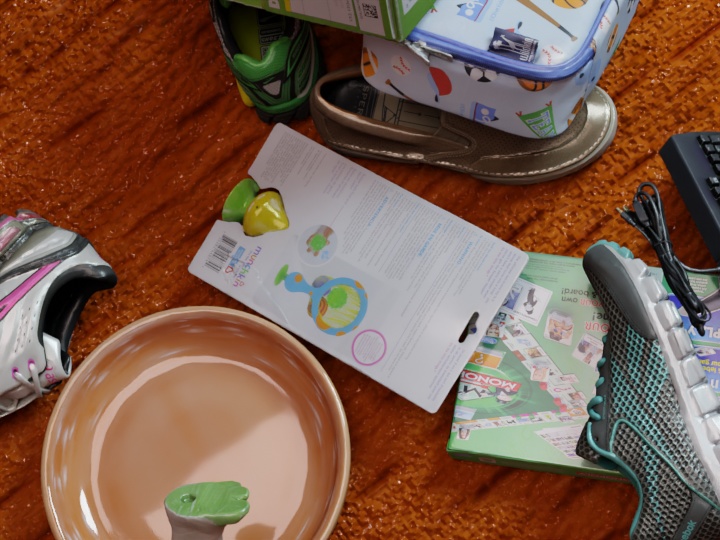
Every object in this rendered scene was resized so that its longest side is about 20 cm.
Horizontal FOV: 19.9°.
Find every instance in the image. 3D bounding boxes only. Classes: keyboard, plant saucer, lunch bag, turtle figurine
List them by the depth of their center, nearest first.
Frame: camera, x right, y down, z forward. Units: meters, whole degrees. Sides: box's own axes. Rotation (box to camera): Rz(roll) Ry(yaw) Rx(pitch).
[{"bbox_3d":[-0.061,0.232,1.188,0.144,0.195,0.200,-28,36,-29],"label":"turtle figurine"},{"bbox_3d":[0.233,-0.005,1.245,0.126,0.021,0.201,-8,54,-22],"label":"keyboard"},{"bbox_3d":[-0.102,0.123,1.301,0.199,0.037,0.201,-3,72,9],"label":"plant saucer"},{"bbox_3d":[0.089,-0.176,1.305,0.160,0.076,0.200,21,50,14],"label":"lunch bag"}]

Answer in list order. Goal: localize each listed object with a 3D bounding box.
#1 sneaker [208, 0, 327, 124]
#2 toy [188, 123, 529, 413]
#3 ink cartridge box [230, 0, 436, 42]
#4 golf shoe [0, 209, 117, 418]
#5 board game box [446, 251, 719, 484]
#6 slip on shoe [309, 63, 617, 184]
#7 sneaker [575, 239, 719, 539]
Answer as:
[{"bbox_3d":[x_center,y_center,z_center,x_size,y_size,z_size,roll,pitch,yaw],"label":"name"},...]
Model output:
[{"bbox_3d":[-0.068,-0.203,1.369,0.078,0.085,0.201,-17,71,4],"label":"sneaker"},{"bbox_3d":[0.000,0.000,1.316,0.199,0.047,0.115,29,84,21],"label":"toy"},{"bbox_3d":[-0.030,-0.230,1.272,0.199,0.076,0.148,16,50,26],"label":"ink cartridge box"},{"bbox_3d":[-0.236,0.059,1.318,0.092,0.073,0.201,26,79,26],"label":"golf shoe"},{"bbox_3d":[0.162,0.063,1.279,0.199,0.029,0.135,8,76,11],"label":"board game box"},{"bbox_3d":[0.065,-0.103,1.329,0.199,0.061,0.076,8,75,12],"label":"slip on shoe"},{"bbox_3d":[0.164,0.078,1.223,0.091,0.078,0.201,-24,70,6],"label":"sneaker"}]
